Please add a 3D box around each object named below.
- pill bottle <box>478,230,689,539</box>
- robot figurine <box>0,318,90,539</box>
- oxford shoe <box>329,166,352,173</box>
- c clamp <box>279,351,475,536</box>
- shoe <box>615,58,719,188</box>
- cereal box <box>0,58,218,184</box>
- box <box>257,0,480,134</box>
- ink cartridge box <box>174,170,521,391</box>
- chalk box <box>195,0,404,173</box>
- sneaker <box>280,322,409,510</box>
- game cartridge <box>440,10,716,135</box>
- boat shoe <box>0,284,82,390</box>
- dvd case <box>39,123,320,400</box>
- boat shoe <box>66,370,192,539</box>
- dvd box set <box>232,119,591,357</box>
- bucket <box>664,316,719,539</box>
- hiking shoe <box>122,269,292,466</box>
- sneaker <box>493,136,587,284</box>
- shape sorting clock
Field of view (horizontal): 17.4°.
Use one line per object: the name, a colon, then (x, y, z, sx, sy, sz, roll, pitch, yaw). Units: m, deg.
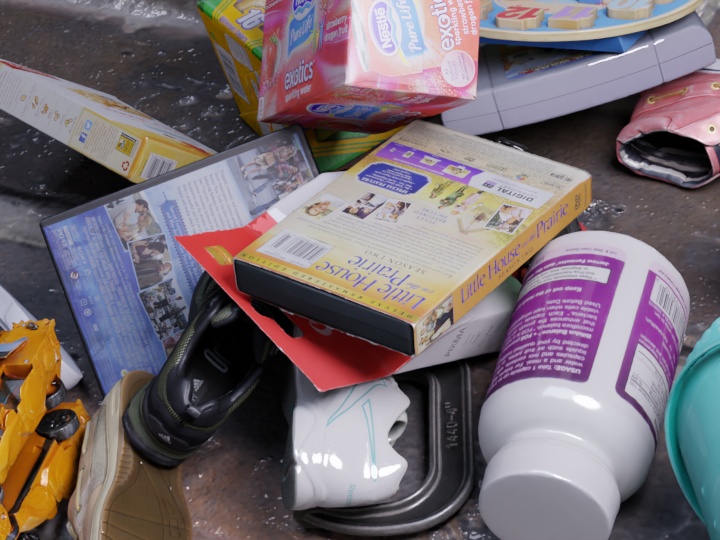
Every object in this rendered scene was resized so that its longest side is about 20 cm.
pill bottle: (0.137, 0.079, 1.477, 0.112, 0.112, 0.200, 2, 45, 21)
robot figurine: (-0.237, 0.130, 1.544, 0.058, 0.145, 0.200, -4, 33, 22)
oxford shoe: (-0.083, -0.023, 1.700, 0.200, 0.071, 0.071, -25, 43, -5)
c clamp: (-0.005, 0.108, 1.566, 0.171, 0.027, 0.200, -11, 40, 3)
shoe: (0.280, -0.100, 1.656, 0.200, 0.072, 0.091, 7, 48, 34)
cereal box: (-0.180, -0.101, 1.771, 0.200, 0.144, 0.040, 29, 98, 39)
box: (0.004, -0.157, 1.609, 0.095, 0.103, 0.200, 5, -5, -19)
ink cartridge box: (0.000, 0.000, 1.557, 0.200, 0.050, 0.161, -7, 44, -50)
chalk box: (0.000, -0.183, 1.802, 0.200, 0.125, 0.124, -31, 42, -12)
sneaker: (-0.011, 0.083, 1.535, 0.080, 0.070, 0.200, 4, 41, -6)
game cartridge: (0.152, -0.149, 1.698, 0.200, 0.042, 0.133, -16, 15, 5)
boat shoe: (-0.274, 0.044, 1.702, 0.066, 0.070, 0.200, -47, 49, -5)
dvd case: (-0.109, -0.004, 1.655, 0.200, 0.143, 0.018, -21, -3, -2)
boat shoe: (-0.157, 0.158, 1.541, 0.065, 0.072, 0.200, -40, 35, 33)
dvd box set: (0.036, -0.025, 1.516, 0.146, 0.029, 0.200, 19, 41, 32)
bucket: (0.279, 0.105, 1.337, 0.207, 0.207, 0.135, -19, 33, -1)
hiking shoe: (-0.076, 0.040, 1.557, 0.101, 0.076, 0.200, -32, 25, 53)
sneaker: (0.080, -0.058, 1.658, 0.071, 0.098, 0.200, -41, 45, -21)
shape sorting clock: (0.148, -0.200, 1.691, 0.200, 0.039, 0.200, -6, 26, 3)
